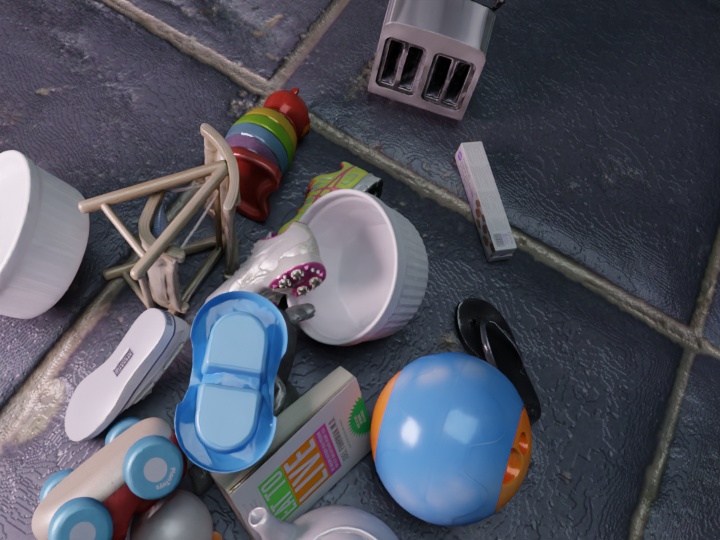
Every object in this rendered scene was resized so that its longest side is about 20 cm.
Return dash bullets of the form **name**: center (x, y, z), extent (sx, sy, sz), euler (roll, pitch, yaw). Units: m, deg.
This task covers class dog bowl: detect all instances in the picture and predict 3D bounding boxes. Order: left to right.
- **dog bowl**: center (-0.145, 0.127, 0.794), extent (0.109, 0.050, 0.205), euler (9, 66, -9)

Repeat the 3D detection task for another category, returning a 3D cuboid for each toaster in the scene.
- **toaster**: center (0.117, -0.359, 1.142), extent (0.177, 0.201, 0.121), euler (16, 57, -2)

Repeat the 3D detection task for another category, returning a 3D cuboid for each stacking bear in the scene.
- **stacking bear**: center (-0.140, -0.198, 1.070), extent (0.112, 0.122, 0.202), euler (29, 52, -3)

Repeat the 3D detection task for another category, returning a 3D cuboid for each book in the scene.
- **book**: center (-0.072, 0.230, 0.856), extent (0.199, 0.136, 0.048), euler (-39, 42, -24)

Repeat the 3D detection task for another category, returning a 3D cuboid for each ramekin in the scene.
- **ramekin**: center (-0.434, -0.038, 0.887), extent (0.097, 0.197, 0.205), euler (28, 55, -49)
- **ramekin**: center (0.000, 0.000, 0.946), extent (0.104, 0.199, 0.204), euler (9, 53, -51)

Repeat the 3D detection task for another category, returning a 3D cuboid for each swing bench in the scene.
- **swing bench**: center (-0.235, -0.047, 0.920), extent (0.199, 0.200, 0.130), euler (-38, 75, -24)

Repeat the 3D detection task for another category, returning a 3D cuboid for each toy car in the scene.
- **toy car**: center (-0.244, 0.293, 0.793), extent (0.176, 0.183, 0.202), euler (-39, 104, -25)

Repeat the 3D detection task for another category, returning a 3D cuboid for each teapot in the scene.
- **teapot**: center (-0.018, 0.360, 0.787), extent (0.195, 0.147, 0.202), euler (-7, 65, -14)

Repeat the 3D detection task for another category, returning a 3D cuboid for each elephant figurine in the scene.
- **elephant figurine**: center (-0.137, 0.160, 0.889), extent (0.140, 0.154, 0.205), euler (3, 69, -45)

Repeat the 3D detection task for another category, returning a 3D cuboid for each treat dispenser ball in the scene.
- **treat dispenser ball**: center (0.110, 0.203, 0.856), extent (0.196, 0.202, 0.205), euler (4, 63, -8)

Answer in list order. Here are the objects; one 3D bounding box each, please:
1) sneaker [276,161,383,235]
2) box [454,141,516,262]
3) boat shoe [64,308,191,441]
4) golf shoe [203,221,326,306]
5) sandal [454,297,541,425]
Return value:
- **sneaker**: center (-0.060, -0.095, 1.054), extent (0.090, 0.079, 0.199), euler (40, 58, 20)
- **box**: center (0.199, -0.112, 1.123), extent (0.040, 0.039, 0.204), euler (-7, 65, -15)
- **boat shoe**: center (-0.289, 0.134, 0.877), extent (0.072, 0.065, 0.201), euler (39, 94, 34)
- **golf shoe**: center (-0.132, 0.005, 0.945), extent (0.197, 0.075, 0.093), euler (-24, 60, 23)
- **sandal**: center (0.203, 0.124, 1.003), extent (0.075, 0.043, 0.203), euler (-20, 69, -19)
